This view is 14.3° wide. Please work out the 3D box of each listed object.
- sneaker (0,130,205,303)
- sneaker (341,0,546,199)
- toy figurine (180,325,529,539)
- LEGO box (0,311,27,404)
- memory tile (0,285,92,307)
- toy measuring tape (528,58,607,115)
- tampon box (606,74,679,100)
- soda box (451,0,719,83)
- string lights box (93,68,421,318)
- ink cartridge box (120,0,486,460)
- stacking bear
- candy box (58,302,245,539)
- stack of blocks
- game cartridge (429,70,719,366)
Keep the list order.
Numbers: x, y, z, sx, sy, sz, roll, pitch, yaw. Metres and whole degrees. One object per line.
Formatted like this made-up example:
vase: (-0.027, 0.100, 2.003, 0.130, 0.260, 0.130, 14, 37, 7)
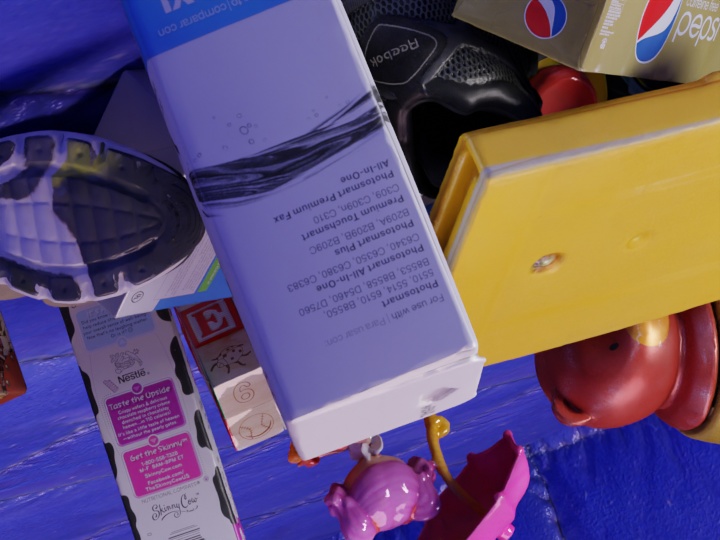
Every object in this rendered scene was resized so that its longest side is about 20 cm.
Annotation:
sneaker: (-0.161, -0.028, 1.272, 0.199, 0.075, 0.085, 0, -172, 13)
sneaker: (0.051, -0.086, 1.314, 0.076, 0.115, 0.199, -22, 173, 18)
toy figurine: (0.016, 0.086, 1.647, 0.199, 0.185, 0.150, -15, 168, -26)
LEGO box: (-0.300, 0.066, 1.507, 0.199, 0.078, 0.149, -24, 170, 18)
memory tile: (-0.150, -0.024, 1.417, 0.153, 0.017, 0.200, -29, 159, 29)
toy measuring tape: (0.113, -0.067, 1.469, 0.073, 0.074, 0.200, -26, 127, 29)
tampon box: (0.206, -0.092, 1.490, 0.126, 0.151, 0.200, -16, 170, -16)
soda box: (0.115, -0.125, 1.284, 0.200, 0.067, 0.064, -1, 114, -65)
string lights box: (-0.046, -0.044, 1.372, 0.200, 0.059, 0.103, -10, 135, -51)
ink cartridge box: (-0.025, -0.034, 1.166, 0.084, 0.201, 0.146, -21, 170, -2)
stacking bear: (0.183, 0.037, 1.436, 0.199, 0.122, 0.114, -2, 158, -19)
candy box: (-0.115, 0.094, 1.632, 0.061, 0.201, 0.136, -19, -177, -4)
stack of blocks: (0.000, 0.000, 1.528, 0.199, 0.115, 0.059, -23, 140, -5)
game cartridge: (0.120, -0.025, 1.293, 0.199, 0.033, 0.177, -15, 152, -22)
